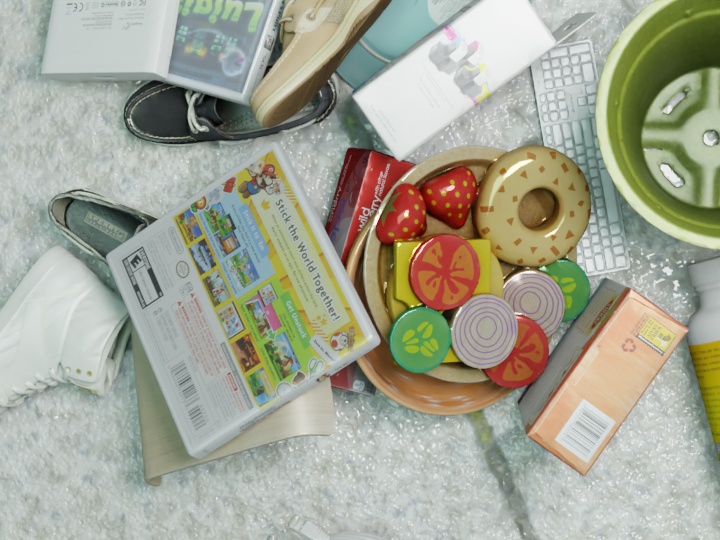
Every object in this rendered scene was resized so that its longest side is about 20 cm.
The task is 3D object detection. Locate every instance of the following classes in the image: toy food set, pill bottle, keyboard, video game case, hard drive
[{"bbox_3d":[-0.113,0.093,1.219,0.199,0.060,0.145,-20,68,30],"label":"toy food set"},{"bbox_3d":[0.327,0.084,1.163,0.103,0.104,0.202,-15,87,8],"label":"pill bottle"},{"bbox_3d":[0.189,-0.096,1.235,0.056,0.011,0.202,-10,88,9],"label":"keyboard"},{"bbox_3d":[-0.101,0.022,1.172,0.181,0.023,0.201,-33,65,11],"label":"video game case"},{"bbox_3d":[0.097,-0.001,1.162,0.198,0.049,0.200,-3,98,-20],"label":"toy food set"},{"bbox_3d":[-0.145,-0.252,1.243,0.199,0.023,0.184,18,89,30],"label":"video game case"},{"bbox_3d":[-0.211,-0.268,1.256,0.131,0.026,0.202,4,81,30],"label":"hard drive"}]

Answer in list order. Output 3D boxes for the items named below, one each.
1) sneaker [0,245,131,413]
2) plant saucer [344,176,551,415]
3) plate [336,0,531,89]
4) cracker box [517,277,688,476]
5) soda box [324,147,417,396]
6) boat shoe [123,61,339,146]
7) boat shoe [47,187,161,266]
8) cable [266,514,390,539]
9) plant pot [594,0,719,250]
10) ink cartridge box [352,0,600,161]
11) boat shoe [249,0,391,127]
[{"bbox_3d":[-0.284,0.092,1.274,0.115,0.074,0.201,35,93,11],"label":"sneaker"},{"bbox_3d":[0.073,0.020,1.202,0.198,0.037,0.203,-2,97,-20],"label":"plant saucer"},{"bbox_3d":[0.051,-0.244,1.251,0.198,0.026,0.203,0,88,9],"label":"plate"},{"bbox_3d":[0.187,0.079,1.135,0.057,0.200,0.135,35,95,2],"label":"cracker box"},{"bbox_3d":[0.000,0.000,1.225,0.069,0.063,0.202,16,91,-21],"label":"soda box"},{"bbox_3d":[-0.118,-0.144,1.253,0.198,0.060,0.075,-2,105,9],"label":"boat shoe"},{"bbox_3d":[-0.186,-0.014,1.265,0.198,0.064,0.071,23,93,8],"label":"boat shoe"},{"bbox_3d":[-0.010,0.328,1.231,0.198,0.069,0.202,20,93,8],"label":"cable"},{"bbox_3d":[0.284,-0.113,1.130,0.198,0.190,0.202,0,89,8],"label":"plant pot"},{"bbox_3d":[0.090,-0.178,1.176,0.199,0.115,0.068,-36,98,4],"label":"ink cartridge box"},{"bbox_3d":[-0.039,-0.200,1.189,0.064,0.071,0.200,37,62,1],"label":"boat shoe"}]
